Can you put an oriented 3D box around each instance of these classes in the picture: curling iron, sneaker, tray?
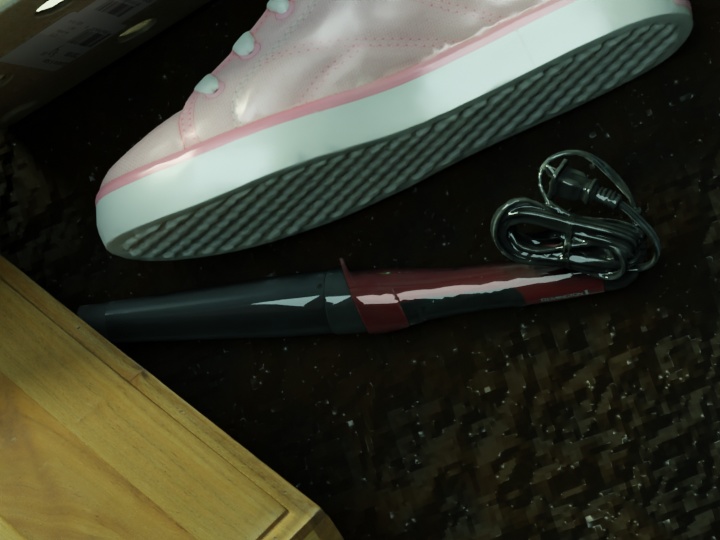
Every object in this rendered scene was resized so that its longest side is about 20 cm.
[{"bbox_3d":[0.000,0.000,0.867,0.200,0.026,0.050,-11,113,20],"label":"curling iron"},{"bbox_3d":[-0.004,-0.081,0.857,0.200,0.075,0.105,-24,76,0],"label":"sneaker"},{"bbox_3d":[-0.102,0.067,0.832,0.099,0.037,0.200,-44,48,-13],"label":"tray"}]

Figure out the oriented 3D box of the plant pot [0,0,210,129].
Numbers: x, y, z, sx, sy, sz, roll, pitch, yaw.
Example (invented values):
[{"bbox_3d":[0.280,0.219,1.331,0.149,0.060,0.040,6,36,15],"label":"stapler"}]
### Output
[{"bbox_3d":[-0.125,-0.156,0.859,0.200,0.200,0.177,-32,84,10],"label":"plant pot"}]
